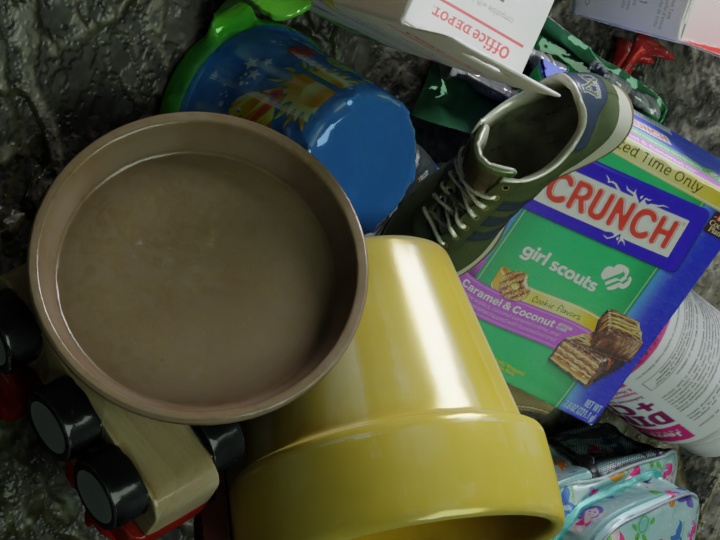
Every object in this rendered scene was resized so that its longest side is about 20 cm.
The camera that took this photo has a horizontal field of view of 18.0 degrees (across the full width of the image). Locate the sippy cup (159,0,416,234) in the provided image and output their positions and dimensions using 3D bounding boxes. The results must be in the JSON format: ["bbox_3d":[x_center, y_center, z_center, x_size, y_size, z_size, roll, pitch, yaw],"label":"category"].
[{"bbox_3d":[-0.038,-0.082,1.447,0.178,0.130,0.140,41,78,-43],"label":"sippy cup"}]

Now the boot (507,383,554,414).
[{"bbox_3d":[0.048,0.124,1.646,0.200,0.072,0.155,13,97,-37],"label":"boot"}]

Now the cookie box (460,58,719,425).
[{"bbox_3d":[0.143,-0.018,1.582,0.171,0.075,0.200,27,111,-15],"label":"cookie box"}]

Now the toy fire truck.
[{"bbox_3d":[-0.162,0.095,1.416,0.129,0.176,0.200,-29,166,-31],"label":"toy fire truck"}]

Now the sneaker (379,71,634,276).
[{"bbox_3d":[0.079,-0.062,1.458,0.200,0.067,0.090,-37,161,12],"label":"sneaker"}]

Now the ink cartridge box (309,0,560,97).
[{"bbox_3d":[0.037,-0.175,1.428,0.117,0.200,0.067,23,91,-45],"label":"ink cartridge box"}]

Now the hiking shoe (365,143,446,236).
[{"bbox_3d":[0.000,0.000,1.552,0.087,0.074,0.200,36,82,-43],"label":"hiking shoe"}]

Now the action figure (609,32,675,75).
[{"bbox_3d":[0.184,-0.065,1.682,0.099,0.065,0.200,34,83,-10],"label":"action figure"}]

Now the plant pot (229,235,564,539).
[{"bbox_3d":[0.009,0.089,1.410,0.201,0.201,0.189,6,64,-43],"label":"plant pot"}]

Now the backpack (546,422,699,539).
[{"bbox_3d":[0.153,0.220,1.734,0.200,0.151,0.178,-7,112,-35],"label":"backpack"}]

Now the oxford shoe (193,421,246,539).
[{"bbox_3d":[-0.071,0.118,1.501,0.075,0.070,0.200,1,82,-10],"label":"oxford shoe"}]

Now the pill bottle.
[{"bbox_3d":[0.230,0.066,1.757,0.200,0.113,0.113,34,83,-44],"label":"pill bottle"}]

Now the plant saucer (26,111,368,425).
[{"bbox_3d":[-0.095,0.000,1.336,0.200,0.200,0.029,-42,168,-22],"label":"plant saucer"}]

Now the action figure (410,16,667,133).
[{"bbox_3d":[0.149,-0.118,1.609,0.200,0.055,0.118,25,101,-22],"label":"action figure"}]

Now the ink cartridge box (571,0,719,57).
[{"bbox_3d":[0.275,-0.171,1.634,0.200,0.176,0.045,1,107,-56],"label":"ink cartridge box"}]
